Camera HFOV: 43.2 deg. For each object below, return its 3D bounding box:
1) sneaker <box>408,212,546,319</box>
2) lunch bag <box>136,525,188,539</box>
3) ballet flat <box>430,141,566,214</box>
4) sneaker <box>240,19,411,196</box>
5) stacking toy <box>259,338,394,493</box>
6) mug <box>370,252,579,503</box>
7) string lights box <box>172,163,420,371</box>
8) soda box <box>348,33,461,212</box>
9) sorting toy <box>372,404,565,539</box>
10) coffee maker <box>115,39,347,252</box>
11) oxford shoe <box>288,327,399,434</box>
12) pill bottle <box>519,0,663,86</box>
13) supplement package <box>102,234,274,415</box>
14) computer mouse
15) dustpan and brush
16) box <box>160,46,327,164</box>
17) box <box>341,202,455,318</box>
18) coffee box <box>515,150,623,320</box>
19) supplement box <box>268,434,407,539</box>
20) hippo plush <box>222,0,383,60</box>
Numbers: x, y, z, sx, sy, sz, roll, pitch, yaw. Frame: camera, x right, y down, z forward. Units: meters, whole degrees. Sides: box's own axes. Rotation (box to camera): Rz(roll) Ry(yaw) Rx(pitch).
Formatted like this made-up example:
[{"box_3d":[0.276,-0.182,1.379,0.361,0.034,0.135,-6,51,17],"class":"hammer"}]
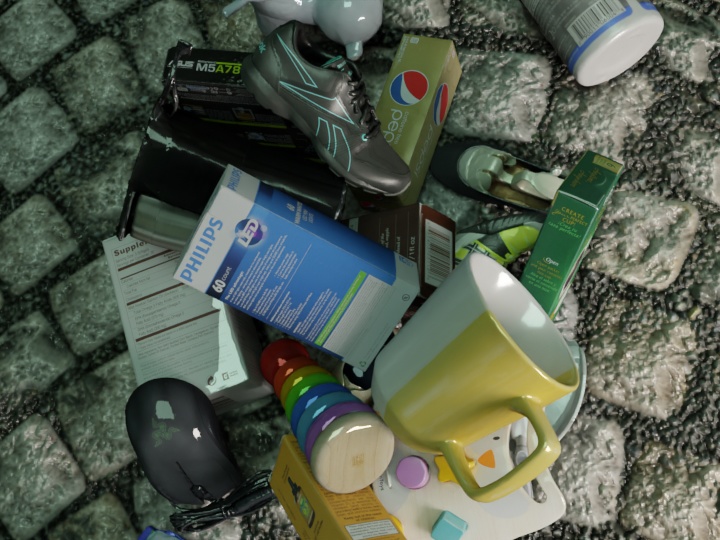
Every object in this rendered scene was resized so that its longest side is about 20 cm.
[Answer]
[{"box_3d":[0.124,-0.007,0.997,0.199,0.075,0.077,-21,81,15],"class":"sneaker"},{"box_3d":[-0.184,0.378,0.908,0.169,0.128,0.201,18,65,14],"class":"lunch bag"},{"box_3d":[0.170,-0.103,1.016,0.199,0.073,0.073,24,79,14],"class":"ballet flat"},{"box_3d":[-0.021,-0.151,0.866,0.200,0.076,0.079,40,118,-12],"class":"sneaker"},{"box_3d":[-0.047,0.133,0.912,0.085,0.085,0.200,-42,37,-5],"class":"stacking toy"},{"box_3d":[0.089,0.095,0.806,0.153,0.187,0.149,-40,103,21],"class":"mug"},{"box_3d":[-0.057,0.000,0.827,0.199,0.059,0.103,28,113,-13],"class":"string lights box"},{"box_3d":[0.053,-0.165,1.040,0.064,0.068,0.201,14,74,21],"class":"soda box"},{"box_3d":[0.107,0.191,0.899,0.179,0.107,0.201,-16,72,24],"class":"sorting toy"},{"box_3d":[-0.114,-0.084,0.880,0.199,0.193,0.135,18,40,-10],"class":"coffee maker"},{"box_3d":[-0.023,0.137,0.971,0.071,0.074,0.201,32,82,12],"class":"oxford shoe"},{"box_3d":[0.245,-0.323,1.043,0.113,0.114,0.201,-29,73,-1],"class":"pill bottle"},{"box_3d":[-0.187,0.053,0.994,0.117,0.117,0.201,-20,72,4],"class":"supplement package"},{"box_3d":[-0.167,0.195,0.920,0.138,0.201,0.053,-22,31,6],"class":"computer mouse"},{"box_3d":[0.167,0.167,0.945,0.139,0.057,0.201,0,75,7],"class":"dustpan and brush"},{"box_3d":[-0.095,-0.175,1.006,0.199,0.193,0.048,6,76,10],"class":"box"},{"box_3d":[0.000,0.000,0.963,0.199,0.075,0.101,-12,68,37],"class":"box"},{"box_3d":[0.195,-0.010,0.907,0.044,0.201,0.123,27,36,15],"class":"coffee box"},{"box_3d":[-0.017,0.241,0.866,0.200,0.068,0.067,46,126,45],"class":"supplement box"},{"box_3d":[-0.042,-0.337,1.055,0.160,0.200,0.160,18,99,4],"class":"hippo plush"}]
